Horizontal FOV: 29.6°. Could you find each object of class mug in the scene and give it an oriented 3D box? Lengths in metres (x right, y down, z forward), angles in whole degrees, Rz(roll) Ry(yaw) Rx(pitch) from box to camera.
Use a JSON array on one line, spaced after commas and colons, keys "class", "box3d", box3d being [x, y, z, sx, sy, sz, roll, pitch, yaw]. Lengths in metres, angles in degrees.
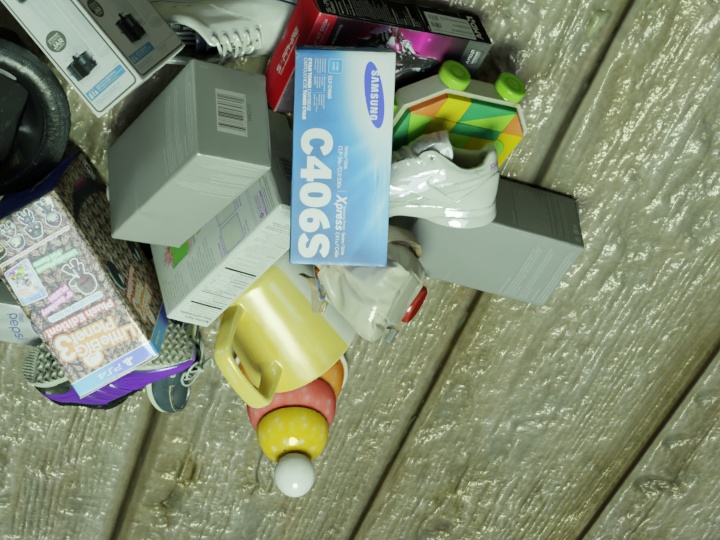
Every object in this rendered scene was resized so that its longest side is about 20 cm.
[{"class": "mug", "box3d": [-0.097, 0.040, 1.525, 0.149, 0.187, 0.154, -32, 121, 4]}]

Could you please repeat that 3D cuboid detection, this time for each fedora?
[{"class": "fedora", "box3d": [-0.376, -0.171, 1.353, 0.198, 0.092, 0.202, -2, 134, -2]}]

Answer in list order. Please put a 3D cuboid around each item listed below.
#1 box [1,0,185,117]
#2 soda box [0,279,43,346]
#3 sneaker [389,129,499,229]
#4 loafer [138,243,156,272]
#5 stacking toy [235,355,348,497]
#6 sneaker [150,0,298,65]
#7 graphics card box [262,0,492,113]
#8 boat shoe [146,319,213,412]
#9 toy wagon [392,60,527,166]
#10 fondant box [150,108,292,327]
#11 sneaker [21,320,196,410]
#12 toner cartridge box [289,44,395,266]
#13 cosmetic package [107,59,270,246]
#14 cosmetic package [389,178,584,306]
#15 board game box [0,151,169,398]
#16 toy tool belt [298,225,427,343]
[{"class": "box", "box3d": [-0.259, -0.248, 1.222, 0.060, 0.117, 0.200, -34, 101, 26]}, {"class": "soda box", "box3d": [-0.350, 0.048, 1.583, 0.198, 0.069, 0.064, 11, 132, -14]}, {"class": "sneaker", "box3d": [0.041, -0.098, 1.341, 0.198, 0.075, 0.100, 2, 122, -10]}, {"class": "loafer", "box3d": [-0.289, -0.009, 1.540, 0.198, 0.073, 0.072, -4, 124, -6]}, {"class": "stacking toy", "box3d": [-0.084, 0.183, 1.638, 0.144, 0.201, 0.147, -2, 134, -2]}, {"class": "sneaker", "box3d": [-0.133, -0.227, 1.329, 0.198, 0.071, 0.073, -3, 134, -3]}, {"class": "graphics card box", "box3d": [0.016, -0.205, 1.346, 0.198, 0.051, 0.126, 4, 135, -30]}, {"class": "boat shoe", "box3d": [-0.215, 0.098, 1.635, 0.061, 0.075, 0.202, 15, 127, 13]}, {"class": "toy wagon", "box3d": [0.069, -0.142, 1.371, 0.198, 0.040, 0.155, 7, 139, -31]}, {"class": "fondant box", "box3d": [-0.141, -0.058, 1.437, 0.058, 0.145, 0.200, 17, 133, -42]}, {"class": "sneaker", "box3d": [-0.276, 0.115, 1.565, 0.198, 0.070, 0.100, -9, 141, 8]}, {"class": "toner cartridge box", "box3d": [-0.018, -0.107, 1.277, 0.094, 0.043, 0.202, 1, 103, -4]}, {"class": "cosmetic package", "box3d": [-0.174, -0.111, 1.352, 0.089, 0.108, 0.200, 8, 156, -31]}, {"class": "cosmetic package", "box3d": [0.136, -0.042, 1.517, 0.198, 0.091, 0.107, 18, 133, -16]}, {"class": "board game box", "box3d": [-0.292, 0.001, 1.420, 0.096, 0.160, 0.201, -27, 108, 7]}, {"class": "toy tool belt", "box3d": [0.000, 0.000, 1.424, 0.122, 0.200, 0.126, 32, 92, 11]}]
